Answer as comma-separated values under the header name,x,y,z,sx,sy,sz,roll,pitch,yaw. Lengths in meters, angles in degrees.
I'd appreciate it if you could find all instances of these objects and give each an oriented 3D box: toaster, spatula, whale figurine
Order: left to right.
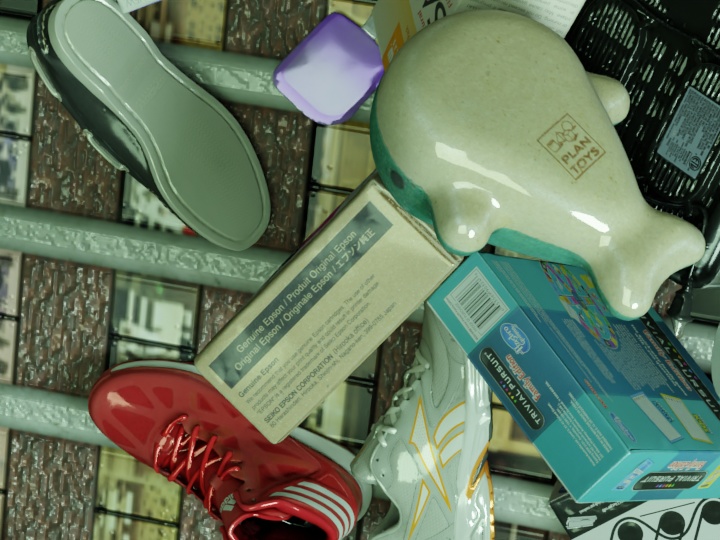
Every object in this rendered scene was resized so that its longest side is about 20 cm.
name,x,y,z,sx,sy,sz,roll,pitch,yaw
spatula,0.027,-0.173,1.629,0.057,0.021,0.200,43,110,1
whale figurine,0.093,-0.049,1.453,0.200,0.159,0.104,42,146,8
toaster,0.195,-0.091,1.520,0.181,0.118,0.201,39,113,37

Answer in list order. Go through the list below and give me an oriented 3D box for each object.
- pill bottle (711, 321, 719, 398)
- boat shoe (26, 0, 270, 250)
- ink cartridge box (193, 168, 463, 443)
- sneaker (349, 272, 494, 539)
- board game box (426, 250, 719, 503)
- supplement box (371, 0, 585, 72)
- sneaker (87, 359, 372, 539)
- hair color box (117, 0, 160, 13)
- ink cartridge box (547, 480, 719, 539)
name,x,y,z,sx,sy,sz,roll,pitch,yaw
pill bottle,0.302,0.066,1.481,0.199,0.113,0.113,18,111,-21
boat shoe,-0.137,-0.092,1.670,0.200,0.074,0.060,47,152,-19
ink cartridge box,0.000,0.000,1.589,0.075,0.200,0.165,43,109,-1
sneaker,0.038,0.101,1.666,0.091,0.076,0.201,-2,105,0
board game box,0.143,0.065,1.549,0.047,0.200,0.151,-45,66,20
supplement box,0.084,-0.188,1.530,0.073,0.126,0.200,17,122,-19
sneaker,-0.093,0.124,1.690,0.199,0.116,0.079,19,108,6
hair color box,-0.128,-0.273,1.617,0.109,0.065,0.201,-18,102,17
ink cartridge box,0.228,0.134,1.655,0.200,0.044,0.094,-30,98,19
